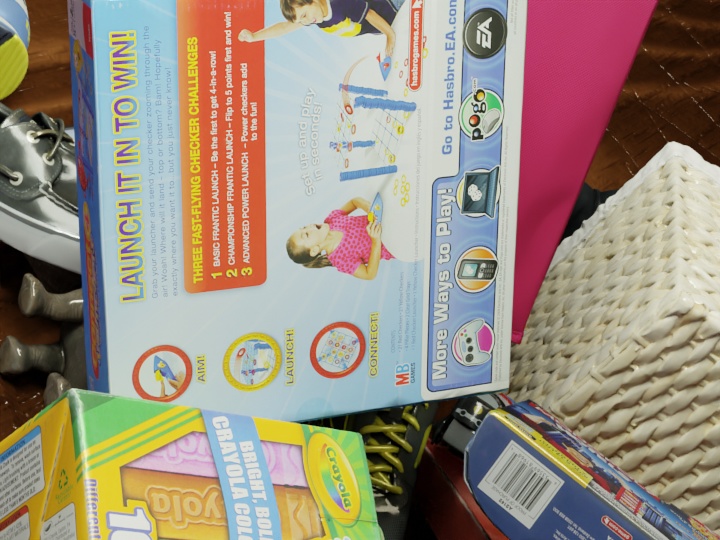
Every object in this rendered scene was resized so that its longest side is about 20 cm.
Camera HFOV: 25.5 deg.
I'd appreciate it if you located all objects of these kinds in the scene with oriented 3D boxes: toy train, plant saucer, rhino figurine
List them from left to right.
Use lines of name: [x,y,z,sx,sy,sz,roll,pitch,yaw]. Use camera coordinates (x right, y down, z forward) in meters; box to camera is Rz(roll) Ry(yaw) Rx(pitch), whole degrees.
rhino figurine: [-0.137,0.037,0.815,0.087,0.060,0.201,13,34,-32]
toy train: [0.070,0.089,0.927,0.034,0.046,0.200,32,-2,10]
plant saucer: [0.120,0.187,0.882,0.199,0.037,0.200,34,7,-22]

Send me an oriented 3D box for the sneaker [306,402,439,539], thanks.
sneaker: [0.004,0.085,0.879,0.074,0.085,0.201,22,41,-13]

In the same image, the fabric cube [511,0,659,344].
fabric cube: [0.004,-0.105,0.848,0.194,0.201,0.200,14,15,-28]

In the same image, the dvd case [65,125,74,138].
dvd case: [-0.090,-0.035,0.919,0.199,0.018,0.142,29,22,20]

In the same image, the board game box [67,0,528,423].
board game box: [-0.027,-0.034,0.711,0.193,0.203,0.056,-6,21,-20]

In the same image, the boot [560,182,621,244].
boot: [0.158,-0.041,1.130,0.167,0.199,0.077,26,66,-34]

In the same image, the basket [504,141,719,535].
basket: [0.215,0.067,1.057,0.197,0.200,0.162,33,38,-15]

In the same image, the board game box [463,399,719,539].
board game box: [0.143,0.152,0.825,0.199,0.062,0.200,38,5,13]

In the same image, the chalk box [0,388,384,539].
chalk box: [-0.065,0.141,0.689,0.198,0.124,0.125,14,55,-40]

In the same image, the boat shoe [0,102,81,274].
boat shoe: [-0.182,-0.058,0.827,0.198,0.057,0.069,27,24,7]

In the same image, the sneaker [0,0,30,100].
sneaker: [-0.274,-0.177,0.910,0.199,0.074,0.083,39,28,-21]
